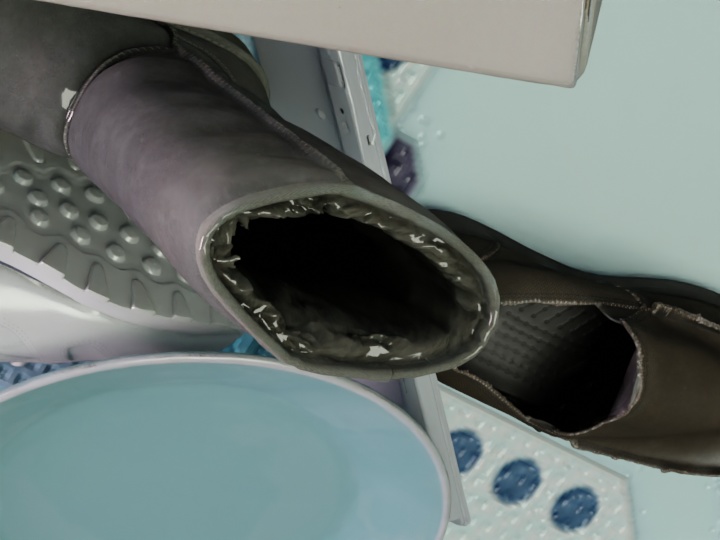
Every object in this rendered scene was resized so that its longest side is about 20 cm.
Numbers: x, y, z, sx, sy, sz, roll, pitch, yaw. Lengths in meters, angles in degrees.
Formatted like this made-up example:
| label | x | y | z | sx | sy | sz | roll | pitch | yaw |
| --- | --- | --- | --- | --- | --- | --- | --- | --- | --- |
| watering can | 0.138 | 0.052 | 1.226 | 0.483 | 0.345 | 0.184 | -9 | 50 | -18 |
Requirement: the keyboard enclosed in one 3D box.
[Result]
| label | x | y | z | sx | sy | sz | roll | pitch | yaw |
| --- | --- | --- | --- | --- | --- | --- | --- | --- | --- |
| keyboard | 0.000 | 0.000 | 0.841 | 0.011 | 0.056 | 0.201 | -27 | 120 | -26 |

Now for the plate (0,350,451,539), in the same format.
| label | x | y | z | sx | sy | sz | roll | pitch | yaw |
| --- | --- | --- | --- | --- | --- | --- | --- | --- | --- |
| plate | -0.067 | 0.083 | 0.850 | 0.199 | 0.026 | 0.200 | -4 | 141 | -4 |

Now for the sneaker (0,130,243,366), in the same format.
| label | x | y | z | sx | sy | sz | roll | pitch | yaw |
| --- | --- | --- | --- | --- | --- | --- | --- | --- | --- |
| sneaker | -0.134 | 0.000 | 0.799 | 0.199 | 0.077 | 0.081 | 14 | 126 | -23 |

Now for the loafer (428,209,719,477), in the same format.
| label | x | y | z | sx | sy | sz | roll | pitch | yaw |
| --- | --- | --- | --- | --- | --- | --- | --- | --- | --- |
| loafer | 0.090 | 0.041 | 0.890 | 0.199 | 0.071 | 0.073 | 16 | 110 | -26 |

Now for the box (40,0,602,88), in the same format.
| label | x | y | z | sx | sy | sz | roll | pitch | yaw |
| --- | --- | --- | --- | --- | --- | --- | --- | --- | --- |
| box | -0.023 | -0.118 | 0.709 | 0.199 | 0.095 | 0.078 | 9 | 115 | 6 |

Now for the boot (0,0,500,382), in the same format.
| label | x | y | z | sx | sy | sz | roll | pitch | yaw |
| --- | --- | --- | --- | --- | --- | --- | --- | --- | --- |
| boot | -0.071 | -0.037 | 0.716 | 0.181 | 0.200 | 0.073 | 10 | 114 | -24 |
